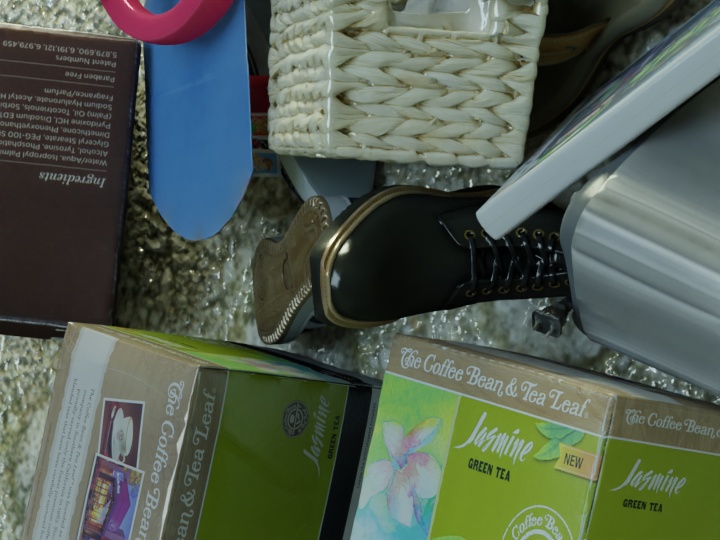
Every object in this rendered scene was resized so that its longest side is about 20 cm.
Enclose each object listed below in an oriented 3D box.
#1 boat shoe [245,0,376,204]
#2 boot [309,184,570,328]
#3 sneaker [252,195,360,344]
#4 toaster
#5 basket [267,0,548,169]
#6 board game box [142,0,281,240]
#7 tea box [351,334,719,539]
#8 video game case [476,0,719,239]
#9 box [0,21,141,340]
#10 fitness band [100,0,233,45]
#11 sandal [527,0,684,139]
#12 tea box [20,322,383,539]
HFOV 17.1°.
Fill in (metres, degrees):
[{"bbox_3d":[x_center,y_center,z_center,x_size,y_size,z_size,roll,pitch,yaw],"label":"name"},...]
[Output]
[{"bbox_3d":[-0.055,-0.106,1.591,0.091,0.071,0.201,-46,56,46],"label":"boat shoe"},{"bbox_3d":[0.081,-0.008,1.351,0.138,0.200,0.078,10,111,41],"label":"boot"},{"bbox_3d":[0.000,0.000,1.523,0.200,0.108,0.070,138,126,-67],"label":"sneaker"},{"bbox_3d":[0.197,-0.013,1.257,0.129,0.200,0.114,27,144,37],"label":"toaster"},{"bbox_3d":[0.022,-0.125,1.413,0.200,0.135,0.124,-160,74,-77],"label":"basket"},{"bbox_3d":[-0.091,-0.119,1.550,0.158,0.039,0.201,-12,80,61],"label":"board game box"},{"bbox_3d":[0.104,0.152,1.315,0.200,0.133,0.198,12,90,55],"label":"tea box"},{"bbox_3d":[0.166,-0.108,1.311,0.200,0.182,0.023,-37,95,33],"label":"video game case"},{"bbox_3d":[-0.244,-0.059,1.646,0.166,0.163,0.201,152,123,-79],"label":"box"},{"bbox_3d":[-0.129,-0.241,1.508,0.143,0.037,0.201,-17,78,38],"label":"fitness band"},{"bbox_3d":[0.123,-0.151,1.421,0.200,0.054,0.081,-40,51,44],"label":"sandal"},{"bbox_3d":[-0.091,0.149,1.486,0.133,0.196,0.201,15,93,44],"label":"tea box"}]
